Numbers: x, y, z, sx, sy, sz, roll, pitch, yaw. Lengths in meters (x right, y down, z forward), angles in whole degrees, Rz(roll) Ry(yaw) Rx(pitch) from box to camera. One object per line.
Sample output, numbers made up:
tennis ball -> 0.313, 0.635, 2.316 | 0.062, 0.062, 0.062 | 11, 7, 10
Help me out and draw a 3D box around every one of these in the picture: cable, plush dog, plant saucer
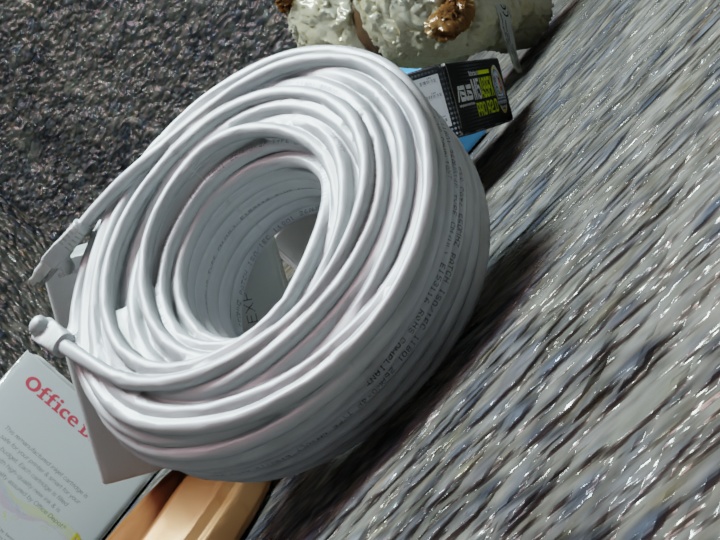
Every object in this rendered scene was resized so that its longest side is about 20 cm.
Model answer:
cable -> -0.038, -0.001, 0.777 | 0.200, 0.069, 0.200 | -48, 43, 2
plush dog -> 0.025, -0.195, 1.350 | 0.171, 0.200, 0.161 | -20, 35, 36
plant saucer -> -0.121, 0.164, 0.903 | 0.200, 0.037, 0.200 | -49, 5, 5

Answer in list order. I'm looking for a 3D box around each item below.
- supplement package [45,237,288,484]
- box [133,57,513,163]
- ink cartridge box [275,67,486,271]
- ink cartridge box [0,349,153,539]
supplement package -> -0.093, 0.031, 0.968 | 0.117, 0.117, 0.200 | -16, 5, -3
box -> -0.018, -0.082, 1.100 | 0.199, 0.044, 0.160 | -15, 4, 17
ink cartridge box -> -0.012, -0.048, 1.268 | 0.200, 0.068, 0.115 | -50, 13, -3
ink cartridge box -> -0.283, 0.190, 1.439 | 0.200, 0.148, 0.086 | -51, 7, -30
